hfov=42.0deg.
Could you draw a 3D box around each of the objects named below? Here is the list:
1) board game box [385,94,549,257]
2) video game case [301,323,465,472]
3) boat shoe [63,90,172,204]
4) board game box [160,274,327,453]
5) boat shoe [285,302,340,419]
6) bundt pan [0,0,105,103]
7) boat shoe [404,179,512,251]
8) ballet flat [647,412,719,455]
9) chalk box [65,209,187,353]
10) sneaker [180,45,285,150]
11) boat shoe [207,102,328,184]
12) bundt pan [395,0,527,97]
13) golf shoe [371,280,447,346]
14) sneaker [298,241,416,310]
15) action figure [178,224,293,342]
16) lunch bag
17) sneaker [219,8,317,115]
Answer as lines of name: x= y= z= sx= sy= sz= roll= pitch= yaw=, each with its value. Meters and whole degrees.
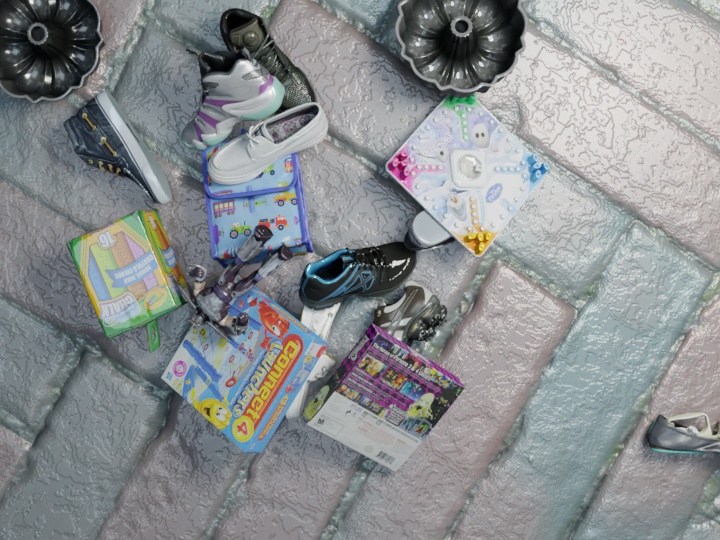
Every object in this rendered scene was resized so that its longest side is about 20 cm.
board game box: x=0.168 y=-0.158 z=1.433 sx=0.200 sy=0.026 sz=0.200 roll=43 pitch=68 yaw=-2
video game case: x=0.037 y=0.200 z=1.443 sx=0.198 sy=0.036 sz=0.182 roll=32 pitch=102 yaw=-31
boat shoe: x=-0.376 y=-0.171 z=1.459 sx=0.090 sy=0.071 sz=0.202 roll=-33 pitch=86 yaw=4
board game box: x=-0.181 y=0.140 z=1.444 sx=0.194 sy=0.056 sz=0.202 roll=34 pitch=94 yaw=25
boat shoe: x=-0.074 y=0.140 z=1.475 sx=0.068 sy=0.071 sz=0.205 roll=12 pitch=93 yaw=1
bundt pan: x=-0.483 y=-0.356 z=1.438 sx=0.197 sy=0.076 sz=0.207 roll=0 pitch=94 yaw=0
boat shoe: x=0.156 y=-0.079 z=1.459 sx=0.197 sy=0.068 sz=0.074 roll=-29 pitch=83 yaw=-22
ballet flat: x=0.555 y=0.262 z=1.483 sx=0.195 sy=0.073 sz=0.075 roll=8 pitch=94 yaw=2
chalk box: x=-0.342 y=0.023 z=1.443 sx=0.122 sy=0.125 sz=0.204 roll=-23 pitch=95 yaw=2
sneaker: x=-0.223 y=-0.271 z=1.398 sx=0.197 sy=0.079 sz=0.140 roll=-24 pitch=127 yaw=27
boat shoe: x=-0.141 y=-0.195 z=1.410 sx=0.196 sy=0.069 sz=0.073 roll=-20 pitch=67 yaw=-5
bundt pan: x=0.149 y=-0.353 z=1.414 sx=0.197 sy=0.076 sz=0.207 roll=0 pitch=80 yaw=1
golf shoe: x=0.044 y=0.104 z=1.481 sx=0.200 sy=0.078 sz=0.095 roll=-44 pitch=71 yaw=5
sneaker: x=0.000 y=0.000 z=1.439 sx=0.196 sy=0.082 sz=0.074 roll=-22 pitch=62 yaw=-15
action figure: x=-0.193 y=0.022 z=1.386 sx=0.130 sy=0.070 sz=0.200 roll=43 pitch=106 yaw=-11
lunch bag: x=-0.163 y=-0.121 z=1.460 sx=0.147 sy=0.094 sz=0.205 roll=-10 pitch=80 yaw=2
sneaker: x=-0.145 y=-0.315 z=1.423 sx=0.076 sy=0.114 sz=0.201 roll=-38 pitch=95 yaw=5
